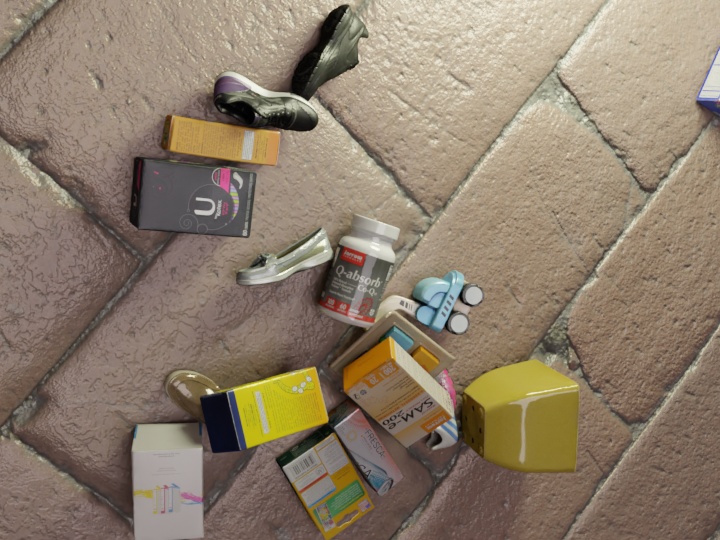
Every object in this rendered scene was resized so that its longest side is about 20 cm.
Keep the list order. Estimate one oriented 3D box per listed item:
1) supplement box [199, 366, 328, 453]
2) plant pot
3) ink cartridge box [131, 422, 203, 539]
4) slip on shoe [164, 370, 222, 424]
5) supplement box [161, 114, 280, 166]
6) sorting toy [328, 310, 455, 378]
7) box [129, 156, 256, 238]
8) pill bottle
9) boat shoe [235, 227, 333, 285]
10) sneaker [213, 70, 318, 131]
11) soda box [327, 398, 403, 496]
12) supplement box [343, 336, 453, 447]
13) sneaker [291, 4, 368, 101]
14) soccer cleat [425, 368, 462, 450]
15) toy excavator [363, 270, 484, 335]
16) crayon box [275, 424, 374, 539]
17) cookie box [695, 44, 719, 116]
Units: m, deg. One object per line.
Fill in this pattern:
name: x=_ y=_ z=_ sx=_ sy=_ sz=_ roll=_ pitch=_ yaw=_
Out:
supplement box: x=-0.178 y=0.258 z=1.603 sx=0.199 sy=0.109 sz=0.110 roll=-10 pitch=85 yaw=-40
plant pot: x=0.326 y=0.315 z=1.837 sx=0.199 sy=0.194 sz=0.196 roll=-3 pitch=102 yaw=-17
ink cartridge box: x=-0.351 y=0.396 z=1.579 sx=0.125 sy=0.129 sz=0.201 roll=-1 pitch=102 yaw=-11
slip on shoe: x=-0.282 y=0.260 z=1.629 sx=0.076 sy=0.061 sz=0.200 roll=-47 pitch=114 yaw=-8
supplement box: x=-0.249 y=-0.232 z=1.544 sx=0.199 sy=0.066 sz=0.069 roll=3 pitch=99 yaw=-24
sorting toy: x=0.065 y=0.191 z=1.738 sx=0.200 sy=0.037 sz=0.185 roll=36 pitch=112 yaw=-26
box: x=-0.296 y=-0.129 z=1.522 sx=0.199 sy=0.106 sz=0.123 roll=3 pitch=99 yaw=-23
pill bottle: x=0.000 y=0.000 z=1.669 sx=0.115 sy=0.116 sz=0.201 roll=17 pitch=93 yaw=-25
boat shoe: x=-0.146 y=-0.022 z=1.629 sx=0.201 sy=0.074 sz=0.065 roll=-20 pitch=102 yaw=-23
sneaker: x=-0.171 y=-0.278 z=1.546 sx=0.199 sy=0.088 sz=0.076 roll=16 pitch=132 yaw=-20
soda box: x=0.007 y=0.364 z=1.773 sx=0.068 sy=0.064 sz=0.200 roll=-37 pitch=111 yaw=-13
supplement box: x=0.075 y=0.244 z=1.710 sx=0.126 sy=0.074 sz=0.200 roll=-37 pitch=116 yaw=18
sneaker: x=-0.051 y=-0.388 z=1.598 sx=0.091 sy=0.076 sz=0.200 roll=33 pitch=90 yaw=-35
soccer cleat: x=0.158 y=0.289 z=1.819 sx=0.086 sy=0.070 sz=0.201 roll=-20 pitch=108 yaw=-19
toy excavator: x=0.122 y=0.072 z=1.760 sx=0.199 sy=0.100 sz=0.195 roll=27 pitch=90 yaw=-11
crayon box: x=-0.071 y=0.434 z=1.760 sx=0.125 sy=0.052 sz=0.201 roll=-32 pitch=110 yaw=-15
cookie box: x=0.892 y=-0.446 z=1.987 sx=0.171 sy=0.075 sz=0.201 roll=22 pitch=92 yaw=-26
